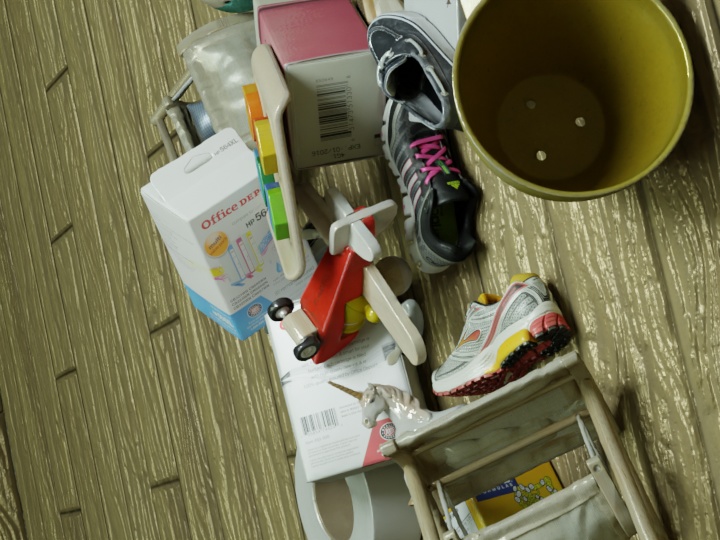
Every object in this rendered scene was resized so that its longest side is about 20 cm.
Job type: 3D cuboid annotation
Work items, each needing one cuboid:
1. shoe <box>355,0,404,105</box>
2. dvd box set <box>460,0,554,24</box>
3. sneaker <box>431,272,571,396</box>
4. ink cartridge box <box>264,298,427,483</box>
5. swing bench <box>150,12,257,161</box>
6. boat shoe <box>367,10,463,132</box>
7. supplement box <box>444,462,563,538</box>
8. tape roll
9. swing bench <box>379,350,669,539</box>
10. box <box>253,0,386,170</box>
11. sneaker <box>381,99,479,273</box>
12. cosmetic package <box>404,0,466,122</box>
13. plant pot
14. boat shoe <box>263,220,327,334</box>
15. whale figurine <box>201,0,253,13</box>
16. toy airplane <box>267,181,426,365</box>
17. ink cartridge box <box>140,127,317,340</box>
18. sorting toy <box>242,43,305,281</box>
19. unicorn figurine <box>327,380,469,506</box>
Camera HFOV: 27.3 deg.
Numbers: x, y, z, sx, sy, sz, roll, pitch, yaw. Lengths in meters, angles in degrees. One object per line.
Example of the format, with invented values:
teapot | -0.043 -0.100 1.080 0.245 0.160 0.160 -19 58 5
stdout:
shoe | 0.032 -0.252 1.618 0.070 0.053 0.202 109 150 -73
dvd box set | 0.142 -0.311 1.344 0.145 0.029 0.202 -24 74 27
sneaker | 0.137 0.070 1.496 0.200 0.077 0.083 -42 57 46
ink cartridge box | -0.010 0.125 1.681 0.083 0.145 0.202 27 -133 -73
swing bench | -0.160 -0.185 1.878 0.200 0.129 0.201 65 147 28
boat shoe | 0.048 -0.191 1.431 0.200 0.067 0.072 51 139 42
supplement box | 0.164 0.306 1.463 0.201 0.109 0.109 65 147 26
tape roll | -0.005 0.274 1.800 0.202 0.070 0.205 25 119 56
swing bench | 0.152 0.209 1.340 0.201 0.198 0.130 68 -169 23
box | -0.046 -0.216 1.627 0.200 0.108 0.129 -115 17 -57
sneaker | 0.080 -0.096 1.545 0.087 0.073 0.202 2 104 61
cosmetic package | 0.097 -0.248 1.472 0.101 0.071 0.202 14 110 59
plant pot | 0.172 -0.143 1.275 0.142 0.198 0.202 96 159 -79
boat shoe | -0.076 0.002 1.851 0.200 0.073 0.068 -60 44 45
whale figurine | -0.143 -0.416 1.856 0.159 0.103 0.202 -22 55 47
toy airplane | 0.000 0.000 1.575 0.198 0.140 0.202 -3 93 53
ink cartridge box | -0.152 -0.049 1.719 0.125 0.128 0.201 31 150 51
sorting toy | -0.093 -0.114 1.544 0.185 0.036 0.202 -113 17 -62
unicorn figurine | 0.074 0.180 1.574 0.074 0.198 0.139 47 -143 -68
